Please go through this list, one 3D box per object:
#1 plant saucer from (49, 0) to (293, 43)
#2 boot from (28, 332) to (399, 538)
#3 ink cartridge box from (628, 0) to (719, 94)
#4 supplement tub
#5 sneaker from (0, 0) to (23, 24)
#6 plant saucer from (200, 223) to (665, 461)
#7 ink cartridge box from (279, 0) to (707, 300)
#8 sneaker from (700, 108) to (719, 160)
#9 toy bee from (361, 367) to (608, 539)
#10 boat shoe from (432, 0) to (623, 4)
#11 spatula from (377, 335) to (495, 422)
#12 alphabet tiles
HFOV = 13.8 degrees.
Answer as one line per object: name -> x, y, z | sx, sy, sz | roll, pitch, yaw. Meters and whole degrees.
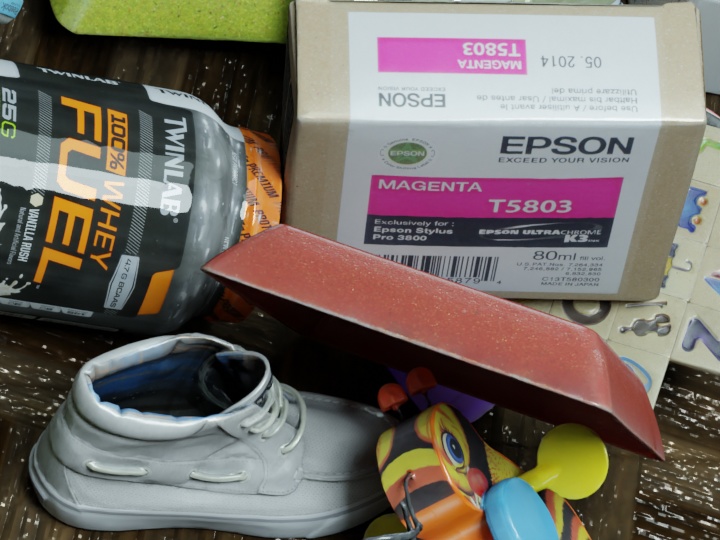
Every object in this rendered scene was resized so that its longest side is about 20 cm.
plant saucer -> -0.084, -0.209, 1.632 | 0.199, 0.048, 0.200 | 1, 47, -23
boot -> -0.052, 0.076, 1.418 | 0.200, 0.096, 0.074 | -3, 57, -26
ink cartridge box -> 0.232, -0.202, 1.763 | 0.144, 0.084, 0.200 | 8, 53, -18
supplement tub -> -0.146, -0.036, 1.444 | 0.200, 0.123, 0.123 | 8, 52, -18
sneaker -> -0.203, -0.148, 1.487 | 0.087, 0.075, 0.200 | 23, 8, -22
plant saucer -> 0.044, 0.031, 1.407 | 0.200, 0.200, 0.037 | 18, 84, 16
ink cartridge box -> 0.060, -0.057, 1.472 | 0.200, 0.165, 0.075 | 1, 59, -3
sneaker -> 0.214, -0.027, 1.633 | 0.200, 0.074, 0.087 | 38, 11, -5
toy bee -> 0.053, 0.101, 1.407 | 0.131, 0.200, 0.109 | -18, 63, 6
boat shoe -> 0.056, -0.138, 1.593 | 0.200, 0.062, 0.072 | -10, 16, -28
spatula -> 0.000, 0.000, 1.545 | 0.057, 0.021, 0.200 | -40, 69, -11
alphabet tiles -> 0.112, -0.016, 1.559 | 0.200, 0.006, 0.167 | 16, 69, 10
